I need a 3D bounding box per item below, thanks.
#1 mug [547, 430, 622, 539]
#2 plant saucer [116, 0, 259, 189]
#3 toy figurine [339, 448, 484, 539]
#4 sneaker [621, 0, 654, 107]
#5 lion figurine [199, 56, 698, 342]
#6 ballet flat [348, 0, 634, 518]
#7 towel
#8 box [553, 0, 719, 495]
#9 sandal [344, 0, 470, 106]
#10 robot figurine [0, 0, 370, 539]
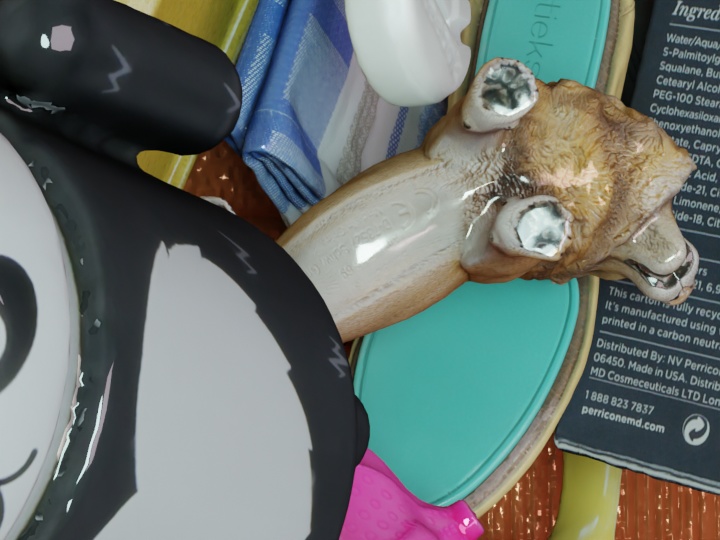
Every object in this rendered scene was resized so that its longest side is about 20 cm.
[{"bbox_3d":[0.024,0.135,0.883,0.153,0.149,0.187,20,34,-34],"label":"mug"},{"bbox_3d":[-0.067,-0.062,0.756,0.048,0.200,0.200,20,67,4],"label":"plant saucer"},{"bbox_3d":[-0.049,0.122,0.749,0.184,0.200,0.150,-49,123,-37],"label":"toy figurine"},{"bbox_3d":[0.122,-0.059,0.987,0.200,0.079,0.076,48,51,-47],"label":"sneaker"},{"bbox_3d":[0.000,0.000,0.773,0.200,0.122,0.073,-20,84,-4],"label":"lion figurine"},{"bbox_3d":[0.045,-0.005,0.868,0.063,0.069,0.200,79,28,-68],"label":"ballet flat"},{"bbox_3d":[0.019,-0.054,0.899,0.200,0.024,0.147,53,50,-56],"label":"towel"},{"bbox_3d":[0.163,-0.023,0.895,0.148,0.107,0.200,12,90,-49],"label":"box"},{"bbox_3d":[-0.005,-0.141,0.797,0.082,0.050,0.203,48,36,-60],"label":"sandal"},{"bbox_3d":[-0.077,0.031,0.605,0.200,0.125,0.151,24,48,-57],"label":"robot figurine"}]
